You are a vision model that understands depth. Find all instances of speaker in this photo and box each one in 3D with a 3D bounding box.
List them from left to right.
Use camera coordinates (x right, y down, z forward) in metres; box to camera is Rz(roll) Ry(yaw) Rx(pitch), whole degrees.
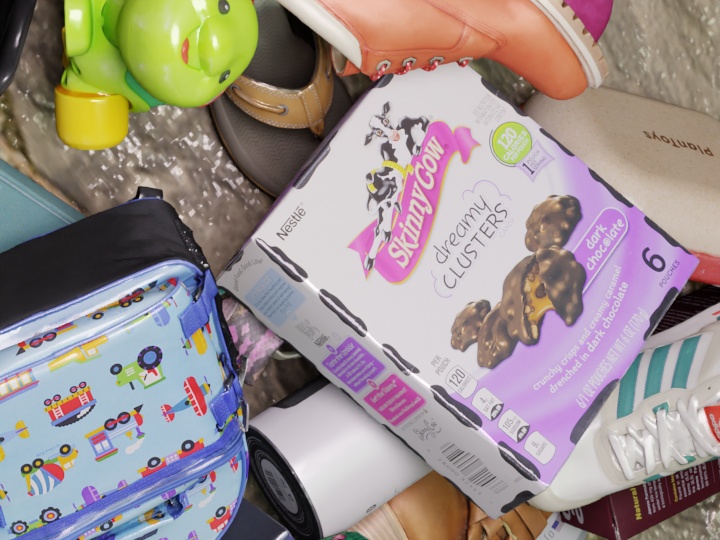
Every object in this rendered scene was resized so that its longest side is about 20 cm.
[{"bbox_3d":[0.035,0.069,1.286,0.199,0.081,0.082,-32,116,-19],"label":"speaker"}]

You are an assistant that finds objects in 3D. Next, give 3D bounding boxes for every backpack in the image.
[{"bbox_3d":[-0.140,0.087,1.189,0.181,0.135,0.201,-21,122,-11],"label":"backpack"}]

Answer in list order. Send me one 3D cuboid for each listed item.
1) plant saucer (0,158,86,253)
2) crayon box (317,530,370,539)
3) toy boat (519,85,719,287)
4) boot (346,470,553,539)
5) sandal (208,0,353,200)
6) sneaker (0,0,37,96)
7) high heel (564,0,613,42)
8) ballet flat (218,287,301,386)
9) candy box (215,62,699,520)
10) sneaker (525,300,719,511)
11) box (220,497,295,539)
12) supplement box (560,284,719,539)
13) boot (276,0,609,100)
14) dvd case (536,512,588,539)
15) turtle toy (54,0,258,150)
[{"bbox_3d":[-0.204,-0.028,1.203,0.200,0.019,0.070,36,83,-31],"label":"plant saucer"},{"bbox_3d":[-0.070,0.224,1.194,0.199,0.058,0.120,-15,109,-26],"label":"crayon box"},{"bbox_3d":[0.164,-0.023,1.378,0.199,0.131,0.131,12,126,-31],"label":"toy boat"},{"bbox_3d":[0.066,0.179,1.358,0.155,0.077,0.201,-42,111,-20],"label":"boot"},{"bbox_3d":[-0.046,-0.120,1.252,0.081,0.054,0.201,-28,114,-22],"label":"sandal"},{"bbox_3d":[-0.182,-0.177,1.137,0.075,0.091,0.202,-2,101,-24],"label":"sneaker"},{"bbox_3d":[0.071,-0.185,1.302,0.199,0.067,0.097,22,81,-45],"label":"high heel"},{"bbox_3d":[0.000,0.000,1.295,0.199,0.069,0.071,-33,92,-17],"label":"ballet flat"},{"bbox_3d":[0.052,0.001,1.220,0.200,0.072,0.168,40,62,-3],"label":"candy box"},{"bbox_3d":[0.180,0.079,1.303,0.199,0.093,0.071,-28,108,-7],"label":"sneaker"},{"bbox_3d":[-0.067,0.244,1.296,0.148,0.104,0.201,-43,119,-14],"label":"box"},{"bbox_3d":[0.207,0.077,1.422,0.199,0.061,0.110,-21,108,-30],"label":"supplement box"},{"bbox_3d":[0.038,-0.131,1.191,0.199,0.075,0.108,34,93,-26],"label":"boot"},{"bbox_3d":[0.066,0.121,1.393,0.200,0.025,0.151,36,82,-32],"label":"dvd case"},{"bbox_3d":[-0.102,-0.134,1.138,0.100,0.200,0.147,-1,112,-4],"label":"turtle toy"}]
